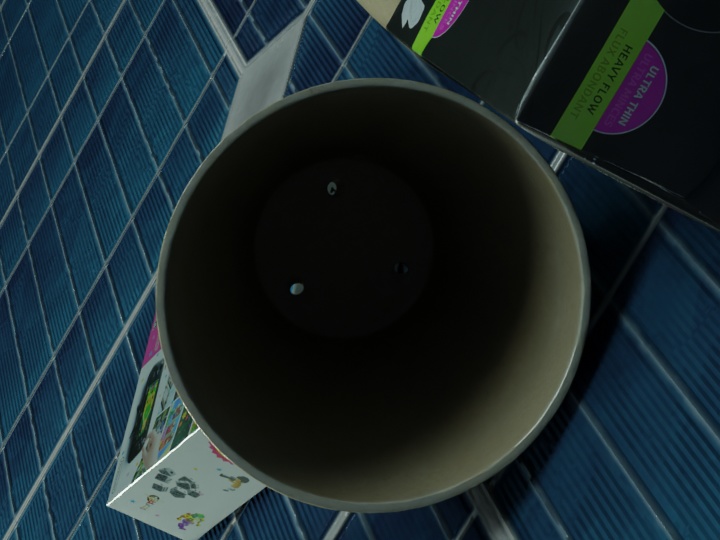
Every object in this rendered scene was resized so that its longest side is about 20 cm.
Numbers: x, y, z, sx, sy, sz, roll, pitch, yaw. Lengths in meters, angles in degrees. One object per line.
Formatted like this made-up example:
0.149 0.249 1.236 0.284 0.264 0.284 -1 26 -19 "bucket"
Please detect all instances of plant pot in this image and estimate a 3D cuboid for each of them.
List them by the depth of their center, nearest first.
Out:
0.000 0.000 1.178 0.187 0.187 0.200 -62 6 4 "plant pot"

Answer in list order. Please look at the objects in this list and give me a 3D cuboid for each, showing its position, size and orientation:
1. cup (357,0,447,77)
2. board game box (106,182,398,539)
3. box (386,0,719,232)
0.036 -0.223 1.367 0.200 0.143 0.200 -51 23 33 "cup"
-0.055 0.042 1.391 0.200 0.064 0.148 -40 31 46 "board game box"
0.118 -0.119 1.065 0.149 0.124 0.200 -61 21 8 "box"
